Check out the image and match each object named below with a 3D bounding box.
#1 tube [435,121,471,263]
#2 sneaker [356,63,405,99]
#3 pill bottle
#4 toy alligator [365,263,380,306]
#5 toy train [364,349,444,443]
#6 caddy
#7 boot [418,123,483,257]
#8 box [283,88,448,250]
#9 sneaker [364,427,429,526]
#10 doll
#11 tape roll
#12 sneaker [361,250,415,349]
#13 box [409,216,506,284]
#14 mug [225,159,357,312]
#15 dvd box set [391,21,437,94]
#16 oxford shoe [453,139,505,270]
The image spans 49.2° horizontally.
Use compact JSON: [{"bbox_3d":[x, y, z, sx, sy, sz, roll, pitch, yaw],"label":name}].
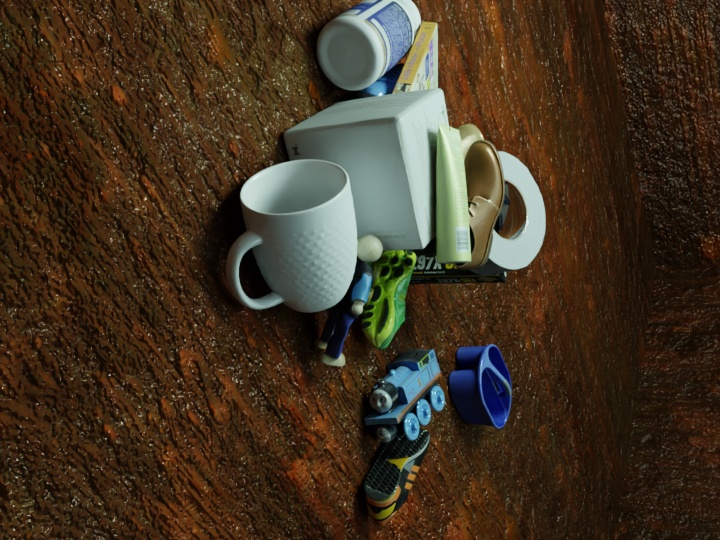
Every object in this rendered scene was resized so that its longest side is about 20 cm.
[{"bbox_3d":[0.133,-0.111,1.149,0.058,0.051,0.202,175,-87,-78],"label":"tube"},{"bbox_3d":[0.045,-0.317,1.332,0.200,0.065,0.079,-40,151,-69],"label":"sneaker"},{"bbox_3d":[0.020,-0.381,1.287,0.200,0.115,0.117,-50,130,-48],"label":"pill bottle"},{"bbox_3d":[0.000,0.000,1.297,0.054,0.059,0.201,118,-7,-56],"label":"toy alligator"},{"bbox_3d":[0.077,0.221,1.386,0.200,0.086,0.115,-33,107,-53],"label":"toy train"},{"bbox_3d":[0.270,0.248,1.684,0.201,0.104,0.142,60,39,-38],"label":"caddy"},{"bbox_3d":[0.157,-0.141,1.361,0.199,0.066,0.177,-32,113,-37],"label":"boot"},{"bbox_3d":[0.025,-0.151,1.197,0.171,0.197,0.202,-42,125,-53],"label":"box"},{"bbox_3d":[0.064,0.358,1.378,0.200,0.069,0.091,-45,141,-51],"label":"sneaker"},{"bbox_3d":[-0.019,0.036,1.163,0.048,0.137,0.201,11,117,-21],"label":"doll"},{"bbox_3d":[0.224,-0.096,1.328,0.199,0.066,0.202,7,78,-36],"label":"tape roll"},{"bbox_3d":[0.046,0.046,1.366,0.084,0.073,0.201,81,25,-53],"label":"sneaker"},{"bbox_3d":[0.176,-0.058,1.452,0.049,0.198,0.161,32,62,-56],"label":"box"},{"bbox_3d":[-0.095,-0.027,1.060,0.199,0.147,0.177,-32,131,-31],"label":"mug"},{"bbox_3d":[0.093,-0.300,1.337,0.147,0.029,0.201,81,25,-54],"label":"dvd box set"},{"bbox_3d":[0.173,-0.097,1.196,0.071,0.071,0.202,-11,108,-58],"label":"oxford shoe"}]
